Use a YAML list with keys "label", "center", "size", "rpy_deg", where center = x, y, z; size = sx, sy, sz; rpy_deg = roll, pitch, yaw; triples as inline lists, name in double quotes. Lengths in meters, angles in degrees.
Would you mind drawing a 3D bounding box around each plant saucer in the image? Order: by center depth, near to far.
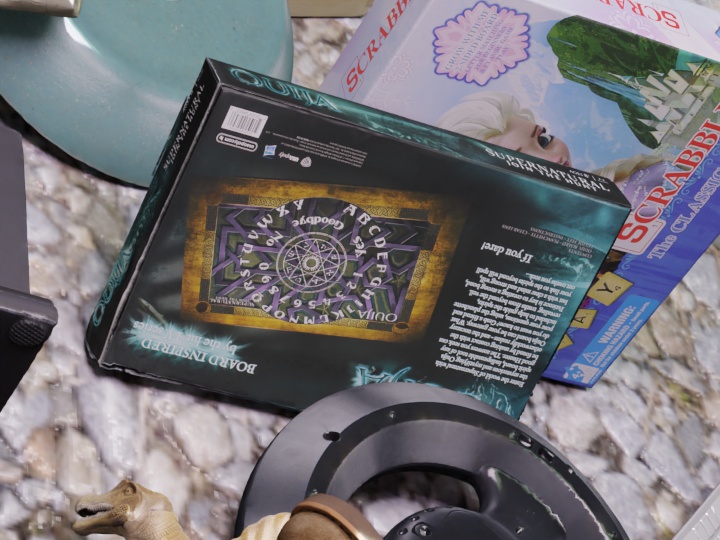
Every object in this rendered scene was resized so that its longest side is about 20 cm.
- label: "plant saucer"
  center: [-0.102, -0.135, 1.082]
  size: [0.199, 0.036, 0.201]
  rpy_deg: [22, 52, -31]

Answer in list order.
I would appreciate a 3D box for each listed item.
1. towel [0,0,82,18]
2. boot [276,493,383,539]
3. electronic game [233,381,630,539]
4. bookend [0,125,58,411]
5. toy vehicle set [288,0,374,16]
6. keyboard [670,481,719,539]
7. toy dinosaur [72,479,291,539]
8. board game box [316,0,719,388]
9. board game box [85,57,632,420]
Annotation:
- label: "towel"
  center: [-0.193, -0.204, 1.036]
  size: [0.198, 0.035, 0.194]
  rpy_deg: [10, 55, 3]
- label: "boot"
  center: [-0.009, 0.177, 0.782]
  size: [0.075, 0.073, 0.202]
  rpy_deg: [-14, 98, -32]
- label: "electronic game"
  center: [0.039, 0.134, 0.951]
  size: [0.199, 0.042, 0.201]
  rpy_deg: [18, 49, -22]
- label: "bookend"
  center: [-0.185, -0.004, 0.785]
  size: [0.092, 0.200, 0.200]
  rpy_deg: [16, 43, -26]
- label: "toy vehicle set"
  center: [-0.082, -0.214, 1.232]
  size: [0.124, 0.027, 0.201]
  rpy_deg: [-3, 53, -41]
- label: "keyboard"
  center: [0.163, 0.131, 1.041]
  size: [0.057, 0.011, 0.200]
  rpy_deg: [63, 28, -2]
- label: "toy dinosaur"
  center: [-0.022, 0.140, 0.850]
  size: [0.199, 0.058, 0.102]
  rpy_deg: [25, 65, 1]
- label: "board game box"
  center: [0.069, -0.044, 1.032]
  size: [0.198, 0.200, 0.041]
  rpy_deg: [14, 41, -26]
- label: "board game box"
  center: [0.000, 0.000, 0.984]
  size: [0.199, 0.136, 0.028]
  rpy_deg: [15, 24, -27]
